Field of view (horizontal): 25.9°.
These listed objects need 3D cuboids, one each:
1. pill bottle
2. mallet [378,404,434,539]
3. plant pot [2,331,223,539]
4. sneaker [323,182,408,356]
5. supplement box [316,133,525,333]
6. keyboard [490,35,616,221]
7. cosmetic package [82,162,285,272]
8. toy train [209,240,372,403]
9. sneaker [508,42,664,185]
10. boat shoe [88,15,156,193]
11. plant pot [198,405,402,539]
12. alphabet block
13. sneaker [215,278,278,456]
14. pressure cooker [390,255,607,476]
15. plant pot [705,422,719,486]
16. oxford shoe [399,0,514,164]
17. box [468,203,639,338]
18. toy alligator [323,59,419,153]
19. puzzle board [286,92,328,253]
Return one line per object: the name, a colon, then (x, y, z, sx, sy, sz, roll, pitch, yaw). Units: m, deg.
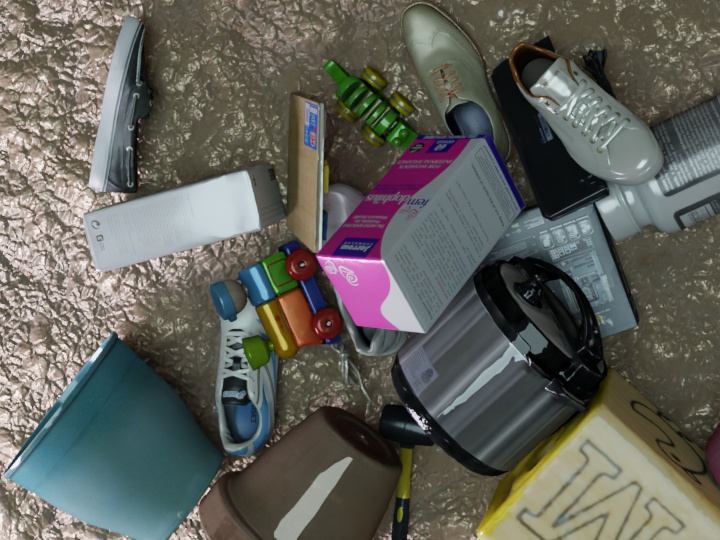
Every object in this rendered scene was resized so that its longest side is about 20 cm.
pill bottle: (0.338, -0.106, 1.603, 0.200, 0.111, 0.111, -25, 92, 15)
mallet: (0.058, 0.248, 1.760, 0.066, 0.041, 0.201, 1, 103, 16)
plant pot: (-0.263, 0.203, 1.752, 0.188, 0.200, 0.200, 37, 105, -7)
sneaker: (0.000, 0.000, 1.708, 0.074, 0.087, 0.200, -19, 93, 17)
supplement box: (0.064, -0.040, 1.598, 0.101, 0.200, 0.103, 4, 135, 44)
keyboard: (0.216, -0.158, 1.621, 0.127, 0.021, 0.200, -27, 61, 20)
cosmetic package: (-0.194, -0.059, 1.736, 0.199, 0.102, 0.074, -13, 96, 15)
toy train: (-0.077, 0.078, 1.718, 0.115, 0.085, 0.200, -25, 93, -11)
sneaker: (0.215, -0.157, 1.559, 0.073, 0.085, 0.200, -49, 56, 5)
boat shoe: (-0.260, -0.183, 1.755, 0.056, 0.069, 0.201, 11, 103, -9)
plant pot: (-0.050, 0.246, 1.699, 0.200, 0.200, 0.175, 37, 102, 5)
alphabet block: (0.265, 0.252, 1.633, 0.200, 0.195, 0.196, 42, 103, 2)
sneaker: (-0.130, 0.111, 1.762, 0.072, 0.072, 0.201, 0, 97, 14)
pressure cooker: (0.153, 0.089, 1.587, 0.176, 0.179, 0.200, 46, 107, 6)
plant pot: (0.457, 0.163, 1.586, 0.200, 0.200, 0.179, 40, 120, 4)
oxford shoe: (0.102, -0.198, 1.660, 0.071, 0.074, 0.200, -32, 91, 15)
box: (0.181, 0.016, 1.687, 0.200, 0.051, 0.158, -20, 94, 14)
toy alligator: (0.032, -0.157, 1.692, 0.200, 0.054, 0.059, 44, 105, 3)
puzzle board: (-0.055, -0.107, 1.653, 0.017, 0.200, 0.151, 0, 99, -11)
